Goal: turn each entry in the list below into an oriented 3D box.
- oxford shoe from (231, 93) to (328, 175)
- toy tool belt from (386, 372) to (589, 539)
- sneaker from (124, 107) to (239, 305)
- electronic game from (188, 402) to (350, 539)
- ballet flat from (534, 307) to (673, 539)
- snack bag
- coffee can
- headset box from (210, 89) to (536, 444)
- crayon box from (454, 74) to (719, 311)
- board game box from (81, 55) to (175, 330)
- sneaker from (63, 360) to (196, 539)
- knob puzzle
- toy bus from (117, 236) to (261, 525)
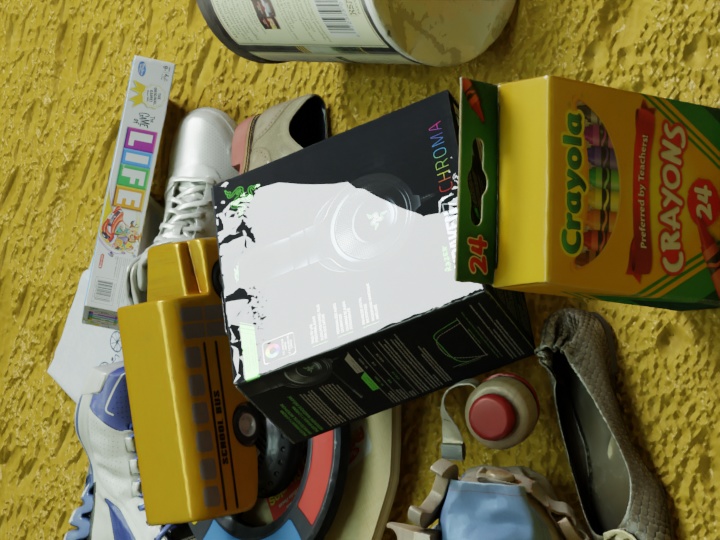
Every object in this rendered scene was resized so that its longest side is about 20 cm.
[{"bbox_3d":[-0.053,-0.052,1.752,0.075,0.070,0.201,-32,46,30],"label":"oxford shoe"},{"bbox_3d":[0.080,0.174,1.521,0.124,0.123,0.201,1,98,23],"label":"toy tool belt"},{"bbox_3d":[-0.131,-0.028,1.820,0.073,0.116,0.201,-1,89,18],"label":"sneaker"},{"bbox_3d":[-0.075,0.129,1.754,0.200,0.041,0.201,-10,77,49],"label":"electronic game"},{"bbox_3d":[0.153,0.116,1.529,0.067,0.046,0.201,-33,61,43],"label":"ballet flat"},{"bbox_3d":[-0.185,0.043,1.959,0.189,0.021,0.201,42,117,44],"label":"snack bag"},{"bbox_3d":[-0.005,-0.219,1.682,0.199,0.146,0.147,8,91,49],"label":"coffee can"},{"bbox_3d":[0.000,0.000,1.603,0.199,0.093,0.175,-21,53,17],"label":"headset box"},{"bbox_3d":[0.145,-0.046,1.440,0.051,0.199,0.128,-6,81,49],"label":"crayon box"},{"bbox_3d":[-0.186,-0.059,1.889,0.134,0.034,0.201,139,142,-80],"label":"board game box"},{"bbox_3d":[-0.165,0.174,1.870,0.115,0.080,0.200,22,114,34],"label":"sneaker"},{"bbox_3d":[-0.025,0.138,1.749,0.219,0.030,0.221,-9,78,49],"label":"knob puzzle"},{"bbox_3d":[-0.126,0.079,1.717,0.065,0.078,0.201,-10,88,41],"label":"toy bus"}]
